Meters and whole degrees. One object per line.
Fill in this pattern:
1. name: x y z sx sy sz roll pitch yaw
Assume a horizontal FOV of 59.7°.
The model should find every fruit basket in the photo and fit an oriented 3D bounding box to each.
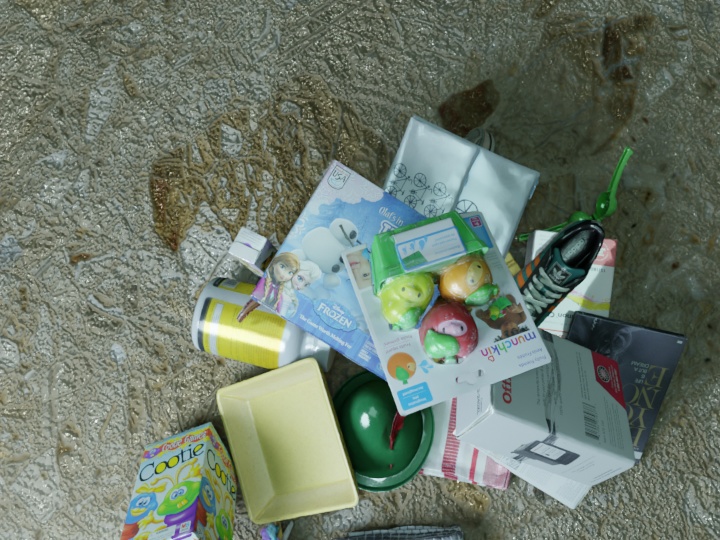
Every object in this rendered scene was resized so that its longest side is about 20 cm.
1. fruit basket: 0.095 0.037 0.705 0.184 0.094 0.201 -17 65 -10

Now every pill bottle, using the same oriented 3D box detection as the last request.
1. pill bottle: -0.133 0.084 0.909 0.198 0.112 0.113 14 83 6

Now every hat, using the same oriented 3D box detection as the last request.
1. hat: 0.008 0.202 0.833 0.165 0.176 0.201 21 85 19

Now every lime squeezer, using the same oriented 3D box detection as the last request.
1. lime squeezer: 0.329 -0.089 0.919 0.200 0.070 0.038 -42 46 26

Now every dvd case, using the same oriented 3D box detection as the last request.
1. dvd case: 0.340 0.164 0.864 0.147 0.016 0.202 13 110 5

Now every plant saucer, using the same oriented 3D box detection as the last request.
1. plant saucer: -0.097 0.239 0.886 0.199 0.048 0.201 -23 81 31

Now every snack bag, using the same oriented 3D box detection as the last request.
1. snack bag: 0.124 -0.084 0.836 0.199 0.021 0.190 24 83 -5

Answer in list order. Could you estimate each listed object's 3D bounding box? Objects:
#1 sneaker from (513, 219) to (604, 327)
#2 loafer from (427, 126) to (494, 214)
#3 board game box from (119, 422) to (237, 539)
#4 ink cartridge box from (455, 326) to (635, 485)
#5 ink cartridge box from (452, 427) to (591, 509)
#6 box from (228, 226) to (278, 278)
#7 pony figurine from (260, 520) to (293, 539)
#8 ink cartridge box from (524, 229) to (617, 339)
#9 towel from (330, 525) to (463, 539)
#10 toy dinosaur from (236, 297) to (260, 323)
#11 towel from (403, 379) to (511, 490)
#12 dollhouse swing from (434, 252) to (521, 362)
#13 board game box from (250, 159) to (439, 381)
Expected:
1. sneaker: 0.247 0.011 0.829 0.071 0.080 0.200 38 92 8
2. loafer: 0.140 -0.146 0.904 0.063 0.072 0.201 37 55 -18
3. board game box: -0.233 0.317 0.829 0.102 0.200 0.105 -20 116 2
4. ink cartridge box: 0.219 0.155 0.766 0.199 0.083 0.146 22 47 -13
5. ink cartridge box: 0.235 0.225 0.859 0.199 0.050 0.109 32 99 -1
6. box: -0.134 -0.013 0.878 0.041 0.200 0.039 27 82 7
7. pony figurine: -0.139 0.461 0.846 0.192 0.166 0.201 -16 75 -37
8. ink cartridge box: 0.290 0.050 0.897 0.115 0.067 0.202 7 89 6
9. towel: 0.051 0.446 0.858 0.198 0.086 0.167 -7 81 4
10. toy dinosaur: -0.081 -0.020 0.891 0.198 0.182 0.106 -6 115 -9
11. towel: 0.127 0.229 0.914 0.198 0.023 0.145 9 82 6
12. dollhouse swing: 0.121 -0.002 0.883 0.175 0.182 0.201 -35 80 10
13. board game box: 0.000 0.000 0.780 0.199 0.043 0.200 31 79 -3
